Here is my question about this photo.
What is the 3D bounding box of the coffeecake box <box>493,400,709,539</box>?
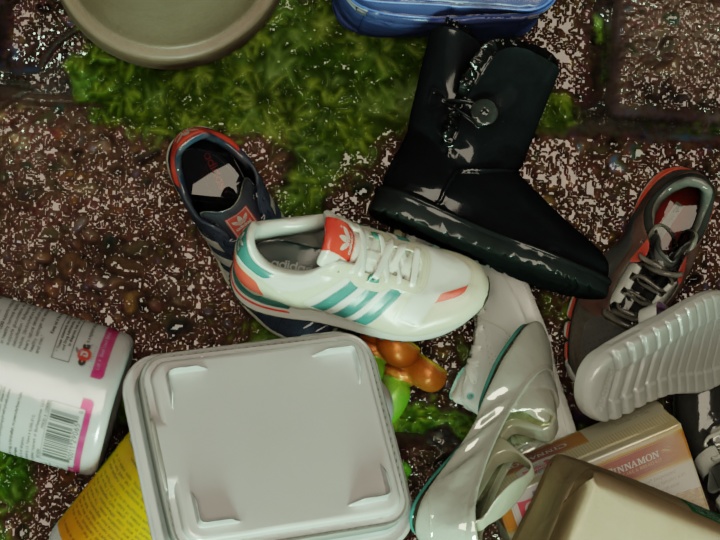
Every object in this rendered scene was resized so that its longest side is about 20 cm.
[{"bbox_3d":[0.198,0.225,1.657,0.152,0.073,0.202,-21,104,-4],"label":"coffeecake box"}]

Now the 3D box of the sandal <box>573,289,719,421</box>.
[{"bbox_3d":[0.228,0.057,1.654,0.202,0.050,0.083,-14,117,-42],"label":"sandal"}]

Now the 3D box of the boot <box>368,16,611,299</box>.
[{"bbox_3d":[0.121,-0.086,1.634,0.199,0.076,0.169,22,81,4],"label":"boot"}]

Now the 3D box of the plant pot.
[{"bbox_3d":[-0.147,-0.268,1.650,0.198,0.175,0.202,0,85,-4],"label":"plant pot"}]

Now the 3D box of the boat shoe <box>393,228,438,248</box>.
[{"bbox_3d":[0.076,-0.066,1.697,0.068,0.075,0.202,21,84,4],"label":"boat shoe"}]

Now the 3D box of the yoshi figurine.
[{"bbox_3d":[-0.010,0.143,1.662,0.112,0.112,0.201,38,88,-6],"label":"yoshi figurine"}]

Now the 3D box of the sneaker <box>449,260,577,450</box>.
[{"bbox_3d":[0.107,0.071,1.692,0.088,0.075,0.202,-18,89,1],"label":"sneaker"}]

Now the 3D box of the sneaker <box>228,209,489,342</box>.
[{"bbox_3d":[0.000,0.000,1.601,0.198,0.094,0.071,7,67,0],"label":"sneaker"}]

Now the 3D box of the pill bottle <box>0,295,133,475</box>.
[{"bbox_3d":[-0.282,0.077,1.646,0.198,0.113,0.114,16,85,-2],"label":"pill bottle"}]

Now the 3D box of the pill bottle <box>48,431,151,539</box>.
[{"bbox_3d":[-0.167,0.199,1.636,0.111,0.111,0.200,39,99,0],"label":"pill bottle"}]

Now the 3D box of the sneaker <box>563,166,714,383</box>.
[{"bbox_3d":[0.219,0.005,1.695,0.077,0.082,0.201,24,85,-1],"label":"sneaker"}]

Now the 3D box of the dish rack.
[{"bbox_3d":[-0.062,0.124,1.553,0.198,0.044,0.173,-6,68,-20],"label":"dish rack"}]

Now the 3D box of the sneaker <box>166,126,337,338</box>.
[{"bbox_3d":[-0.086,-0.026,1.679,0.075,0.085,0.200,-38,89,-5],"label":"sneaker"}]

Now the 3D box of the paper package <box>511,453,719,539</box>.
[{"bbox_3d":[0.198,0.255,1.569,0.199,0.103,0.192,24,94,-14],"label":"paper package"}]

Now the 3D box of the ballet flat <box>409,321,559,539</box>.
[{"bbox_3d":[0.109,0.128,1.595,0.069,0.069,0.201,34,63,0],"label":"ballet flat"}]

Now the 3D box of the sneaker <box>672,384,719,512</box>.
[{"bbox_3d":[0.307,0.167,1.687,0.074,0.089,0.202,-22,86,-3],"label":"sneaker"}]

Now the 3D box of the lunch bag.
[{"bbox_3d":[0.074,-0.256,1.682,0.198,0.132,0.137,0,86,-3],"label":"lunch bag"}]
